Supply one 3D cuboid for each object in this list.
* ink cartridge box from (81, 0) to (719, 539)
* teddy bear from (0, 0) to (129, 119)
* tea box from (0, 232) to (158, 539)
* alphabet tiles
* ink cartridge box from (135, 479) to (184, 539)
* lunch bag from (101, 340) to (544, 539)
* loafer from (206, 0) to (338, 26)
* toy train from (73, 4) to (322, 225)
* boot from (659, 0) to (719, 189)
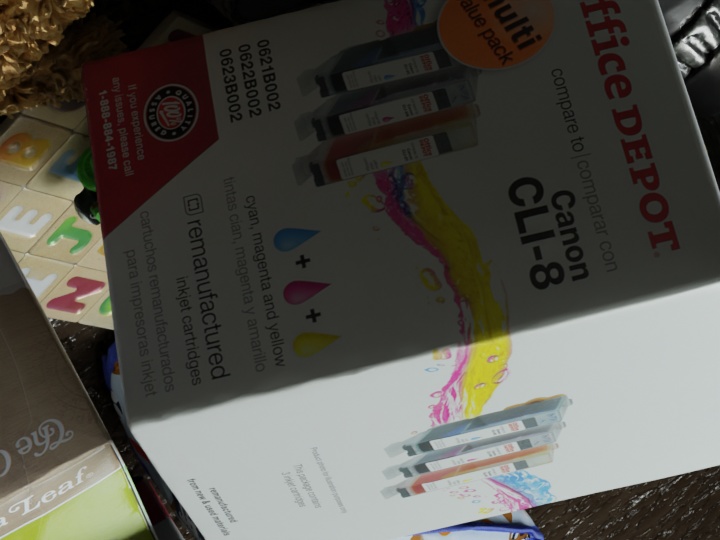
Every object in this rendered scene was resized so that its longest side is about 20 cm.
[{"bbox_3d":[0.023,-0.002,0.664,0.199,0.146,0.145,-14,150,3],"label":"ink cartridge box"},{"bbox_3d":[-0.137,-0.087,0.634,0.200,0.067,0.145,-37,151,1],"label":"teddy bear"},{"bbox_3d":[-0.200,0.107,0.796,0.199,0.134,0.197,-27,153,-11],"label":"tea box"},{"bbox_3d":[-0.095,-0.037,0.833,0.166,0.006,0.200,-44,152,18],"label":"alphabet tiles"},{"bbox_3d":[-0.092,0.228,1.008,0.083,0.200,0.146,-30,120,-9],"label":"ink cartridge box"},{"bbox_3d":[-0.029,0.105,0.965,0.124,0.170,0.200,-47,153,13],"label":"lunch bag"},{"bbox_3d":[0.028,-0.152,0.725,0.200,0.063,0.072,-36,153,1],"label":"loafer"},{"bbox_3d":[-0.030,-0.075,0.779,0.200,0.056,0.042,-39,153,-2],"label":"toy train"},{"bbox_3d":[0.135,-0.095,0.758,0.079,0.158,0.211,-31,-175,21],"label":"boot"}]
